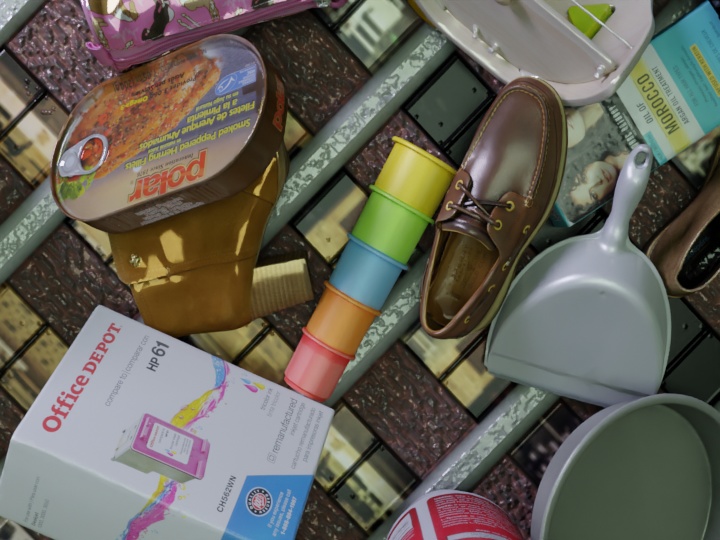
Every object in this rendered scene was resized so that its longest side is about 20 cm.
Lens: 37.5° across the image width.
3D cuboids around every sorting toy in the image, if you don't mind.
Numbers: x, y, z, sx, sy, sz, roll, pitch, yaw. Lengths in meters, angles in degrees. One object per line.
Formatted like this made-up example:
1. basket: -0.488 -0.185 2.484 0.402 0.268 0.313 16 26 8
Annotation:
1. sorting toy: 0.142 -0.236 0.774 0.199 0.107 0.181 40 76 4

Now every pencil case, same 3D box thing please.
1. pencil case: -0.106 -0.209 0.770 0.196 0.087 0.084 -16 115 0

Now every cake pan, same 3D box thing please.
1. cake pan: 0.207 0.188 0.792 0.197 0.037 0.205 -4 99 -24

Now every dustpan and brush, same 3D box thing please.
1. dustpan and brush: 0.178 0.004 0.780 0.137 0.058 0.202 15 130 5

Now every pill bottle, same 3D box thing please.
1. pill bottle: 0.070 0.221 0.739 0.110 0.200 0.115 0 94 -1

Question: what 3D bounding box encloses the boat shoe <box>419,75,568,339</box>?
1. boat shoe: 0.092 -0.038 0.761 0.071 0.067 0.203 26 112 19

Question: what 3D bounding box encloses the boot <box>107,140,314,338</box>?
1. boot: -0.120 -0.054 0.784 0.141 0.071 0.205 -11 96 -1

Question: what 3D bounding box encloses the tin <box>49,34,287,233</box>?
1. tin: -0.137 -0.092 0.748 0.197 0.042 0.114 -15 60 28

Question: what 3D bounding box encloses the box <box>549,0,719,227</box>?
1. box: 0.213 -0.122 0.801 0.198 0.049 0.083 -34 93 0

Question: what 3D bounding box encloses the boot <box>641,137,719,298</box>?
1. boot: 0.293 -0.061 0.796 0.073 0.075 0.201 37 90 -2

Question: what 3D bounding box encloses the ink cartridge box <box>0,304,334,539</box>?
1. ink cartridge box: -0.134 0.133 0.748 0.197 0.145 0.085 23 127 -3

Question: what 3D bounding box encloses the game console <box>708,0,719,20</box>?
1. game console: 0.257 -0.276 0.725 0.169 0.118 0.202 -32 88 -27

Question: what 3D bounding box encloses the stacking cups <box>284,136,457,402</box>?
1. stacking cups: 0.000 0.000 0.799 0.060 0.061 0.202 30 94 -3
